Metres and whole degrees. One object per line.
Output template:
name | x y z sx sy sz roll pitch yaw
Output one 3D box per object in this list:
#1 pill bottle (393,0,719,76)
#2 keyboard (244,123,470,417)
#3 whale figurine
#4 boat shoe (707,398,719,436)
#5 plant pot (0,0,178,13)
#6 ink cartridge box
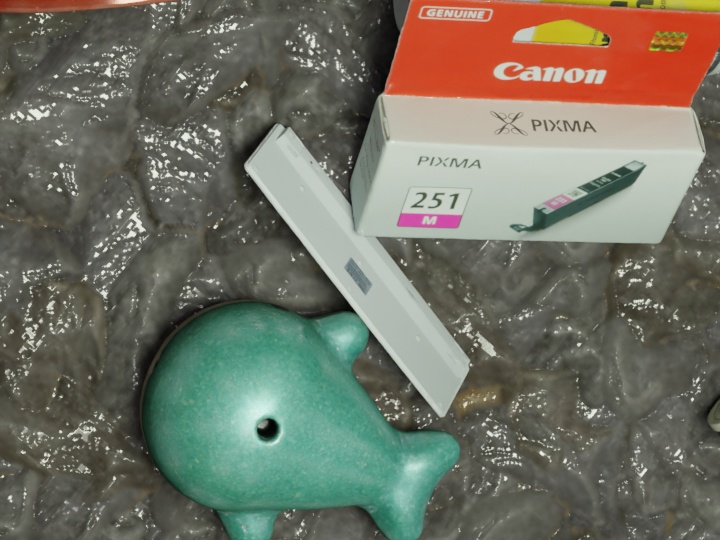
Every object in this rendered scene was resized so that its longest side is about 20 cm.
pill bottle | 0.125 -0.175 1.381 0.200 0.112 0.112 1 97 -13
keyboard | 0.000 0.000 1.411 0.200 0.011 0.056 52 40 -14
whale figurine | -0.033 0.100 1.387 0.200 0.104 0.159 28 90 -15
boat shoe | 0.317 0.068 1.480 0.200 0.073 0.063 -29 100 -12
plant pot | -0.129 -0.254 1.282 0.201 0.201 0.195 -7 91 -12
ink cartridge box | 0.108 -0.085 1.371 0.200 0.174 0.044 1 55 -13
